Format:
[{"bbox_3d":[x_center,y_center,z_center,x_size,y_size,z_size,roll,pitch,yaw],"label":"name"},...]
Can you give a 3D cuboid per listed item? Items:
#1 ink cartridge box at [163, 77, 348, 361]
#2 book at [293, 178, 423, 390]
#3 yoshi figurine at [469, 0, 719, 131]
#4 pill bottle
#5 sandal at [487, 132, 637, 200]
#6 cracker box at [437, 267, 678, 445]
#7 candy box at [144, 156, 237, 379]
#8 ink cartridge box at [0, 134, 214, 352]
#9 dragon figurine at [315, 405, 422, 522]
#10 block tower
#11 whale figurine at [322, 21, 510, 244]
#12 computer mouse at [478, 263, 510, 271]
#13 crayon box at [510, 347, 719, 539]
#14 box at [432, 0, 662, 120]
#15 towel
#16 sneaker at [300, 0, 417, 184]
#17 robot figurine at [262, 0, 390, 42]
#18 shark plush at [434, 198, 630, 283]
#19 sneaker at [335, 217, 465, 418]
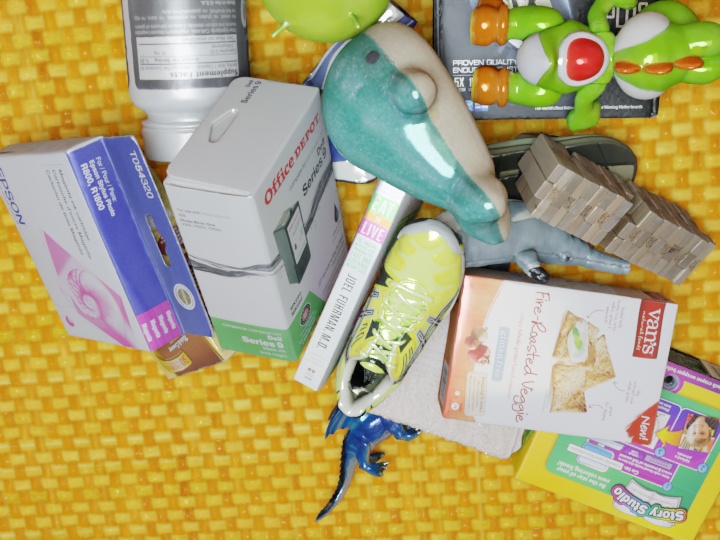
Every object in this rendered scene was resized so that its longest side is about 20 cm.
[{"bbox_3d":[-0.082,-0.043,0.786,0.083,0.147,0.202,10,139,18],"label":"ink cartridge box"},{"bbox_3d":[0.000,0.000,0.844,0.048,0.134,0.202,26,106,5],"label":"book"},{"bbox_3d":[0.192,-0.179,0.730,0.197,0.113,0.114,4,66,17],"label":"yoshi figurine"},{"bbox_3d":[-0.157,-0.205,0.811,0.111,0.113,0.203,0,106,4],"label":"pill bottle"},{"bbox_3d":[0.163,-0.101,0.842,0.197,0.058,0.081,1,130,-4],"label":"sandal"},{"bbox_3d":[0.179,0.077,0.830,0.197,0.058,0.136,7,100,-2],"label":"cracker box"},{"bbox_3d":[-0.198,0.003,0.872,0.116,0.056,0.201,-21,107,48],"label":"candy box"},{"bbox_3d":[-0.241,-0.022,0.818,0.198,0.043,0.199,4,121,42],"label":"ink cartridge box"},{"bbox_3d":[-0.002,0.157,0.926,0.099,0.059,0.200,42,99,-6],"label":"dragon figurine"},{"bbox_3d":[0.230,-0.053,0.819,0.198,0.058,0.054,23,122,-25],"label":"block tower"},{"bbox_3d":[0.041,-0.099,0.715,0.103,0.159,0.201,-32,70,0],"label":"whale figurine"},{"bbox_3d":[0.106,0.022,0.902,0.058,0.034,0.203,10,112,-16],"label":"computer mouse"},{"bbox_3d":[0.277,0.161,0.911,0.197,0.058,0.175,21,107,-2],"label":"crayon box"},{"bbox_3d":[0.163,-0.221,0.799,0.197,0.086,0.167,1,105,4],"label":"box"},{"bbox_3d":[0.093,0.101,0.883,0.198,0.034,0.134,20,94,-20],"label":"towel"},{"bbox_3d":[-0.004,-0.149,0.841,0.115,0.081,0.199,41,111,-11],"label":"sneaker"},{"bbox_3d":[-0.023,-0.278,0.744,0.173,0.116,0.203,-2,65,24],"label":"robot figurine"},{"bbox_3d":[0.148,-0.014,0.823,0.198,0.084,0.091,22,126,-21],"label":"shark plush"},{"bbox_3d":[0.034,0.048,0.765,0.074,0.077,0.202,22,123,1],"label":"sneaker"}]
